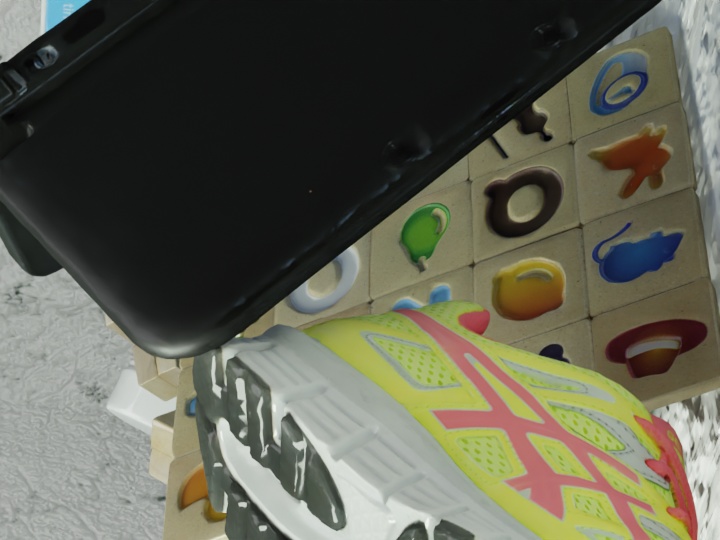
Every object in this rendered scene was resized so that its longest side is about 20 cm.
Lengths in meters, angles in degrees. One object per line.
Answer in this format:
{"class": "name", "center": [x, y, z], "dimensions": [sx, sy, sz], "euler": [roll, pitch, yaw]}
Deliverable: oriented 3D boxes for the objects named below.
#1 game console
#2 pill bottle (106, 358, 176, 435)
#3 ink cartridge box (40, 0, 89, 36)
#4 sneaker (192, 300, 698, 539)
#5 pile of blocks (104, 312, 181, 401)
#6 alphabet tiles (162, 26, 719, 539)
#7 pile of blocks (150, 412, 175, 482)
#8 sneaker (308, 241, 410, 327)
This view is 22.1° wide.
{"class": "game console", "center": [-0.002, -0.050, 0.517], "dimensions": [0.117, 0.200, 0.176], "euler": [49, 168, 14]}
{"class": "pill bottle", "center": [-0.051, 0.002, 0.967], "dimensions": [0.201, 0.111, 0.111], "euler": [-63, 3, -10]}
{"class": "ink cartridge box", "center": [-0.027, -0.117, 0.765], "dimensions": [0.145, 0.199, 0.085], "euler": [-103, 17, -72]}
{"class": "sneaker", "center": [0.046, 0.061, 0.390], "dimensions": [0.200, 0.090, 0.079], "euler": [43, 141, 42]}
{"class": "pile of blocks", "center": [-0.061, -0.036, 0.881], "dimensions": [0.062, 0.082, 0.201], "euler": [39, -111, -52]}
{"class": "alphabet tiles", "center": [0.018, 0.005, 0.524], "dimensions": [0.006, 0.166, 0.201], "euler": [51, -152, -40]}
{"class": "pile of blocks", "center": [-0.019, 0.121, 0.738], "dimensions": [0.082, 0.062, 0.200], "euler": [-60, -36, -14]}
{"class": "sneaker", "center": [0.026, 0.068, 0.560], "dimensions": [0.200, 0.080, 0.115], "euler": [-66, -33, -30]}
